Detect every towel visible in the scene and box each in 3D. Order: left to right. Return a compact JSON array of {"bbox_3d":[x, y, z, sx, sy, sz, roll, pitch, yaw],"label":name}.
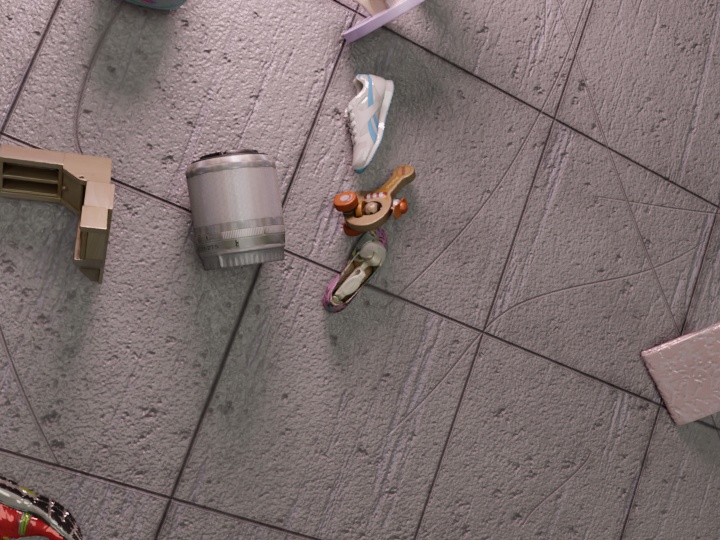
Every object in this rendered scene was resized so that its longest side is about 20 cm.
[{"bbox_3d":[0.769,0.236,1.740,0.191,0.032,0.200,-27,99,16],"label":"towel"}]

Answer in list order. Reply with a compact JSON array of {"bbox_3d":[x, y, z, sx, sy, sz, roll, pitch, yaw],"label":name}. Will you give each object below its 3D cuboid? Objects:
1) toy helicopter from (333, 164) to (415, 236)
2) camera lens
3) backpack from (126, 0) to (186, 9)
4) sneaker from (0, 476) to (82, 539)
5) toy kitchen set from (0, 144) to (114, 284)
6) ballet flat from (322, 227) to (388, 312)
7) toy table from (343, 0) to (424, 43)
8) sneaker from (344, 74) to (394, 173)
[{"bbox_3d":[0.051,-0.143,1.487,0.200,0.132,0.079,-48,135,-32],"label":"toy helicopter"},{"bbox_3d":[-0.220,-0.108,1.359,0.160,0.160,0.200,-9,92,-20],"label":"camera lens"},{"bbox_3d":[-0.361,-0.555,1.318,0.176,0.153,0.200,10,76,-18],"label":"backpack"},{"bbox_3d":[-0.562,0.419,1.278,0.200,0.077,0.085,33,84,-6],"label":"sneaker"},{"bbox_3d":[-0.508,-0.075,1.261,0.180,0.200,0.163,6,129,-20],"label":"toy kitchen set"},{"bbox_3d":[0.000,0.000,1.486,0.069,0.071,0.200,41,76,-14],"label":"ballet flat"},{"bbox_3d":[0.037,-0.538,1.461,0.200,0.184,0.117,-32,109,-8],"label":"toy table"},{"bbox_3d":[0.005,-0.287,1.497,0.081,0.077,0.200,14,78,-11],"label":"sneaker"}]
